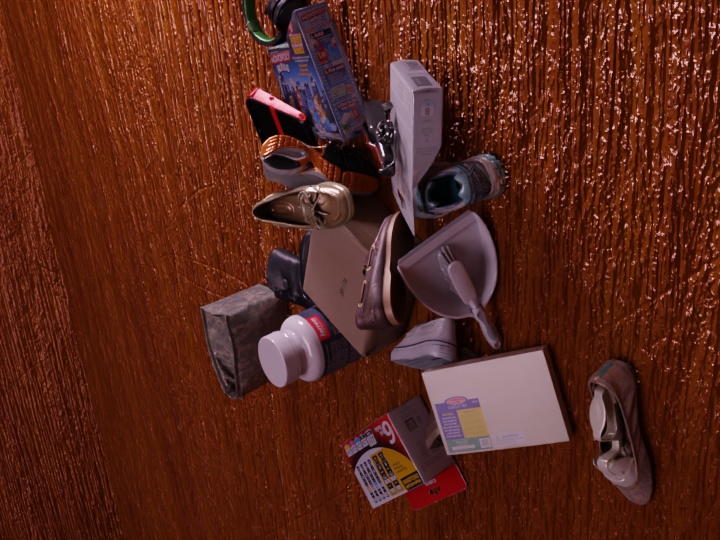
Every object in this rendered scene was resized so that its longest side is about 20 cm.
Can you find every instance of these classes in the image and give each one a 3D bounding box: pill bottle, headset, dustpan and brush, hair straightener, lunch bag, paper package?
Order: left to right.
[{"bbox_3d":[-0.231,0.152,1.650,0.116,0.162,0.204,9,114,45],"label":"lunch bag"},{"bbox_3d":[-0.143,-0.452,1.277,0.199,0.093,0.125,-35,79,48],"label":"headset"},{"bbox_3d":[-0.075,0.126,1.388,0.119,0.198,0.122,29,130,42],"label":"pill bottle"},{"bbox_3d":[0.000,0.000,1.305,0.191,0.102,0.203,44,139,32],"label":"paper package"},{"bbox_3d":[0.026,-0.199,1.114,0.202,0.040,0.078,-95,5,-55],"label":"hair straightener"},{"bbox_3d":[0.154,0.034,1.123,0.201,0.138,0.057,57,177,-35],"label":"dustpan and brush"}]

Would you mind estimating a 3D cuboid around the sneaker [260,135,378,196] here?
[{"bbox_3d":[-0.067,-0.161,1.282,0.092,0.196,0.077,119,165,-69],"label":"sneaker"}]

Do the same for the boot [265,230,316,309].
[{"bbox_3d":[-0.119,-0.010,1.488,0.167,0.076,0.204,26,133,41],"label":"boot"}]

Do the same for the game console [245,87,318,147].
[{"bbox_3d":[-0.118,-0.214,1.369,0.175,0.031,0.202,31,153,38],"label":"game console"}]

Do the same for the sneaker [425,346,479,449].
[{"bbox_3d":[0.149,0.204,1.248,0.076,0.069,0.202,62,141,34],"label":"sneaker"}]

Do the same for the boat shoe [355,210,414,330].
[{"bbox_3d":[0.032,-0.003,1.129,0.069,0.203,0.071,-15,131,29],"label":"boat shoe"}]

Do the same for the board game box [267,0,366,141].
[{"bbox_3d":[-0.074,-0.318,1.259,0.199,0.061,0.204,23,133,59],"label":"board game box"}]

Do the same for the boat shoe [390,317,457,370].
[{"bbox_3d":[0.108,0.117,1.255,0.199,0.072,0.068,157,130,-67],"label":"boat shoe"}]

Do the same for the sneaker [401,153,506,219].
[{"bbox_3d":[0.109,-0.115,1.107,0.199,0.085,0.079,-18,93,56],"label":"sneaker"}]

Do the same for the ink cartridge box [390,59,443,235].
[{"bbox_3d":[0.077,-0.174,1.097,0.161,0.046,0.204,-108,14,-61],"label":"ink cartridge box"}]

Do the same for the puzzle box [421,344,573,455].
[{"bbox_3d":[0.194,0.190,1.134,0.197,0.025,0.136,-15,96,32],"label":"puzzle box"}]

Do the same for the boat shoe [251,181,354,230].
[{"bbox_3d":[-0.090,-0.094,1.232,0.198,0.062,0.075,-3,103,46],"label":"boat shoe"}]

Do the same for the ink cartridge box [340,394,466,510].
[{"bbox_3d":[0.074,0.346,1.397,0.178,0.083,0.200,60,144,13],"label":"ink cartridge box"}]

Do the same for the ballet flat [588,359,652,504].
[{"bbox_3d":[0.322,0.215,0.998,0.067,0.066,0.204,0,107,54],"label":"ballet flat"}]
